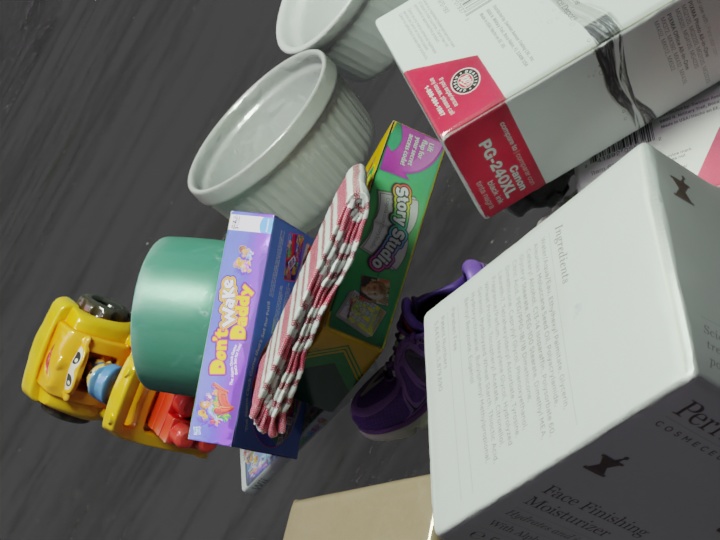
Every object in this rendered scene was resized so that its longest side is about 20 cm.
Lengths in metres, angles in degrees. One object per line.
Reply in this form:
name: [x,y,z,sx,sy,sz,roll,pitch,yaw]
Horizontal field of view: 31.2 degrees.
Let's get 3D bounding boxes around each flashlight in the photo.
flashlight: [0.138,-0.092,0.940,0.067,0.068,0.200,-18,7,14]

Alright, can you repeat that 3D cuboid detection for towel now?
towel: [-0.034,0.017,1.000,0.146,0.030,0.201,-96,30,-76]

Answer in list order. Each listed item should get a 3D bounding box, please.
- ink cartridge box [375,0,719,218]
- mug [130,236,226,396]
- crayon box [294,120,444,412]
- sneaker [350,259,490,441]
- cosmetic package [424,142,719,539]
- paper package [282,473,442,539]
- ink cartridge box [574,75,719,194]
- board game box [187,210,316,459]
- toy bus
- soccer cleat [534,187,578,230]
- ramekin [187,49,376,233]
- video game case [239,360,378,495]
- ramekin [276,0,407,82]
ink cartridge box: [0.128,-0.148,0.820,0.199,0.084,0.146,-30,42,6]
mug: [-0.136,0.042,1.259,0.185,0.113,0.153,-51,-36,-67]
crayon box: [0.000,0.000,1.110,0.173,0.058,0.201,122,167,-63]
sneaker: [0.051,0.058,1.043,0.200,0.083,0.081,-48,32,28]
cosmetic package: [0.162,0.070,0.755,0.200,0.164,0.166,-41,35,38]
paper package: [0.019,0.254,0.911,0.199,0.103,0.192,-23,48,52]
ink cartridge box: [0.215,-0.097,0.844,0.144,0.084,0.201,-18,46,21]
board game box: [-0.086,0.061,1.156,0.044,0.134,0.202,6,80,23]
toy bus: [-0.229,0.126,1.348,0.192,0.199,0.137,33,102,56]
soccer cleat: [0.166,-0.030,0.917,0.070,0.086,0.201,10,75,61]
ramekin: [-0.075,-0.122,1.346,0.200,0.105,0.201,-37,26,21]
video game case: [-0.056,0.106,1.253,0.200,0.018,0.144,-47,32,29]
ramekin: [0.002,-0.306,1.417,0.200,0.097,0.202,-39,37,37]
